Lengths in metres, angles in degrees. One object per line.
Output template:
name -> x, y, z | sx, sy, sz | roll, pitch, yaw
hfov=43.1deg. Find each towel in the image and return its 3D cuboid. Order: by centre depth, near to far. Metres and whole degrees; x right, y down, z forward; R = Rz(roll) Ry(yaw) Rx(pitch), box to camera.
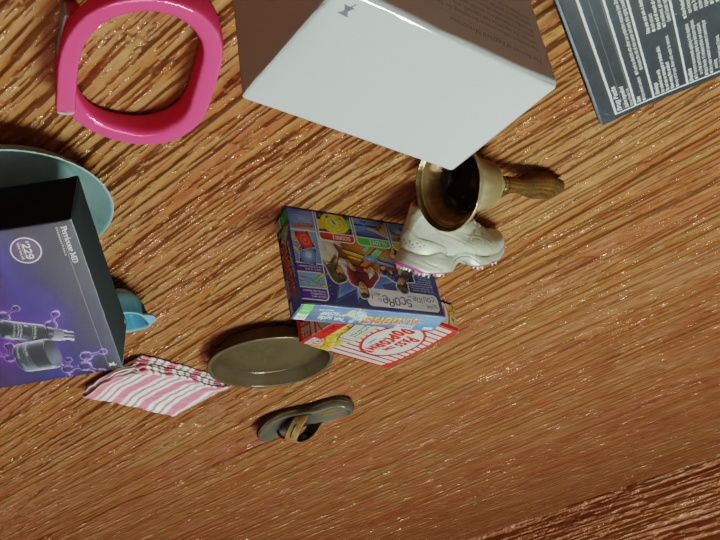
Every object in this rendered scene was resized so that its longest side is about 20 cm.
towel -> -0.323, 0.192, 1.456 | 0.145, 0.030, 0.199 | -28, 147, 30

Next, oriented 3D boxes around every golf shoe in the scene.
golf shoe -> 0.120, -0.047, 1.125 | 0.074, 0.094, 0.198 | 13, -165, 37

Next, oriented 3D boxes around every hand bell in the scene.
hand bell -> 0.170, -0.101, 1.060 | 0.197, 0.106, 0.104 | -5, 155, -39

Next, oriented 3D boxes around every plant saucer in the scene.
plant saucer -> -0.358, -0.078, 0.944 | 0.197, 0.039, 0.202 | -9, 152, -4
plant saucer -> -0.139, 0.133, 1.405 | 0.196, 0.030, 0.201 | -7, 154, -4

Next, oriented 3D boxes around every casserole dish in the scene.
casserole dish -> -0.363, 0.059, 1.171 | 0.196, 0.040, 0.121 | -9, 166, -4

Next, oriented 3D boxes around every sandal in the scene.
sandal -> -0.101, 0.285, 1.671 | 0.196, 0.055, 0.082 | -16, 151, 10

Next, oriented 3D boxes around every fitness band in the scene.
fitness band -> -0.199, -0.181, 0.815 | 0.141, 0.038, 0.201 | 2, 150, -22

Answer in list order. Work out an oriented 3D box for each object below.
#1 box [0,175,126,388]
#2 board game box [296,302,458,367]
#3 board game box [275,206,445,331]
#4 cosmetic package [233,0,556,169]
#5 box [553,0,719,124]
box -> -0.332, 0.016, 0.934 | 0.138, 0.079, 0.203 | -11, 130, -5
board game box -> 0.027, 0.079, 1.349 | 0.150, 0.047, 0.198 | -31, 145, 34
board game box -> 0.000, 0.000, 1.103 | 0.197, 0.137, 0.035 | 8, 144, -29
cosmetic package -> 0.016, -0.208, 0.664 | 0.197, 0.203, 0.123 | 13, 144, -36
box -> 0.254, -0.253, 0.744 | 0.195, 0.125, 0.200 | -21, 148, 17
